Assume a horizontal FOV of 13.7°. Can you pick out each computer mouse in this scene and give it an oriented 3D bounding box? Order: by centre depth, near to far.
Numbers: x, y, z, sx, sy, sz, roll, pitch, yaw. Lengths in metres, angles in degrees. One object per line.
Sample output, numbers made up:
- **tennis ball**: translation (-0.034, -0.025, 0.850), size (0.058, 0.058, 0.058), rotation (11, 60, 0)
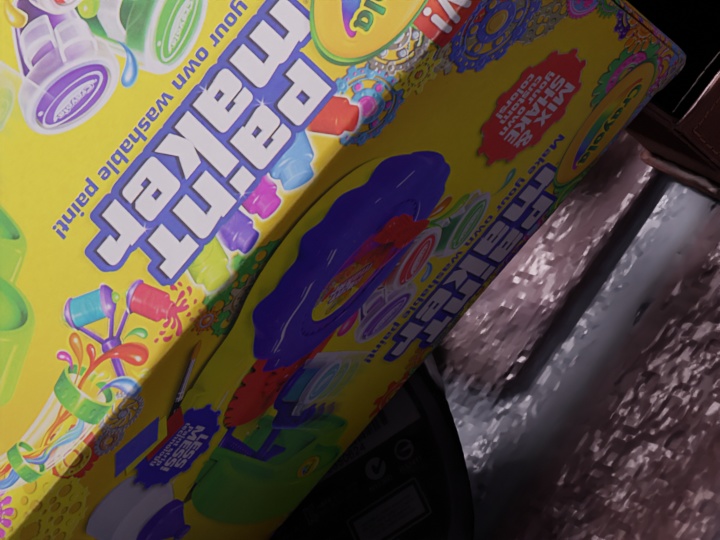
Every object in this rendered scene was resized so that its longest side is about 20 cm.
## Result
- **computer mouse**: translation (0.000, 0.000, 0.817), size (0.140, 0.046, 0.200), rotation (-38, 61, 12)

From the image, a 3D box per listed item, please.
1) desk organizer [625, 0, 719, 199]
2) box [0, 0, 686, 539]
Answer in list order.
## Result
- **desk organizer**: translation (0.125, -0.121, 0.788), size (0.200, 0.077, 0.072), rotation (-52, 25, -1)
- **box**: translation (-0.064, -0.050, 0.759), size (0.193, 0.122, 0.200), rotation (44, 98, 25)
